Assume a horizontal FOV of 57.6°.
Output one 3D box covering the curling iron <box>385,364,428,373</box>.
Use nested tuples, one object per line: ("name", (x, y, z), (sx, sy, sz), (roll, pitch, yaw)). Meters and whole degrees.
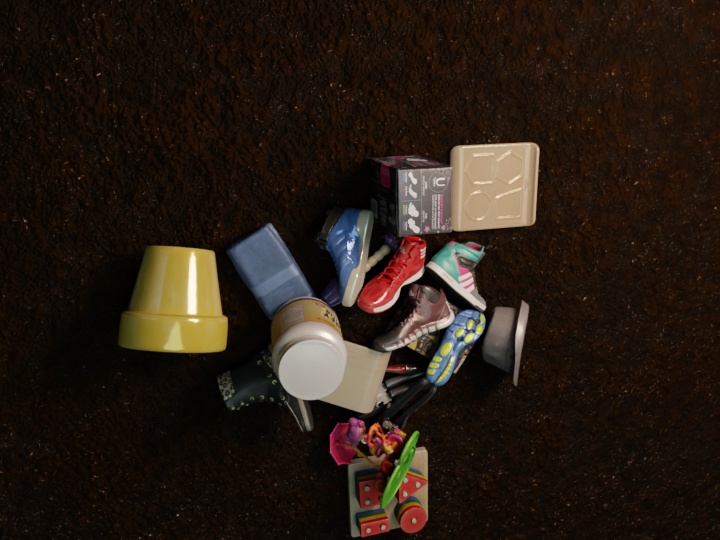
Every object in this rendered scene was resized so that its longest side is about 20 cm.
("curling iron", (0.095, 0.214, 1.482), (0.199, 0.026, 0.050), (9, 99, -7))

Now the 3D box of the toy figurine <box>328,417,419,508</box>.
("toy figurine", (0.015, 0.392, 1.449), (0.183, 0.150, 0.201), (27, 121, 19))

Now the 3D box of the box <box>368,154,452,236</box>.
("box", (0.097, -0.152, 1.304), (0.114, 0.200, 0.133), (-6, 107, -13))

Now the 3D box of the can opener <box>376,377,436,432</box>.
("can opener", (0.099, 0.300, 1.459), (0.063, 0.079, 0.200), (29, 130, -4))

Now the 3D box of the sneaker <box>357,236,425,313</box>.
("sneaker", (0.065, -0.006, 1.346), (0.200, 0.078, 0.116), (-43, 150, -39))

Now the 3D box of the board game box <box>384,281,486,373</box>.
("board game box", (0.172, 0.132, 1.494), (0.199, 0.035, 0.136), (31, 95, -21))

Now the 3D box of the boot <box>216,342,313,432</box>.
("boot", (-0.198, 0.269, 1.373), (0.153, 0.074, 0.204), (-26, 74, -4))

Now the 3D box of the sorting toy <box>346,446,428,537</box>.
("sorting toy", (0.074, 0.542, 1.561), (0.197, 0.070, 0.201), (-6, 106, -14))

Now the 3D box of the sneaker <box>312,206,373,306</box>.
("sneaker", (-0.045, -0.032, 1.341), (0.110, 0.077, 0.201), (10, 90, 12))

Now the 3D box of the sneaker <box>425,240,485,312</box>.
("sneaker", (0.239, 0.000, 1.455), (0.200, 0.084, 0.121), (40, 85, -36))

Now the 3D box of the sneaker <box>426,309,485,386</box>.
("sneaker", (0.205, 0.169, 1.461), (0.071, 0.083, 0.200), (35, 78, 5))

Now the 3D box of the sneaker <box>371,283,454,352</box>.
("sneaker", (0.101, 0.090, 1.412), (0.199, 0.076, 0.116), (-22, 105, -20))

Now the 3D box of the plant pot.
("plant pot", (-0.351, 0.052, 1.248), (0.199, 0.201, 0.190), (4, 88, -17))

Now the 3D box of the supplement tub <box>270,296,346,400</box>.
("supplement tub", (-0.102, 0.149, 1.279), (0.143, 0.200, 0.145), (-3, 110, -8))

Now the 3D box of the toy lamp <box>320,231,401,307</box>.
("toy lamp", (0.000, 0.000, 1.397), (0.200, 0.058, 0.058), (-43, 112, -3))

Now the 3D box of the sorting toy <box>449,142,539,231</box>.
("sorting toy", (0.291, -0.185, 1.443), (0.198, 0.036, 0.187), (-4, 106, -10))

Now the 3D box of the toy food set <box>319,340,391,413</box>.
("toy food set", (-0.046, 0.214, 1.434), (0.199, 0.060, 0.144), (17, 101, -2))

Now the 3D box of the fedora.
("fedora", (0.328, 0.159, 1.499), (0.090, 0.177, 0.201), (9, 133, 14))

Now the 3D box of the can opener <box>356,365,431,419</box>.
("can opener", (0.076, 0.276, 1.506), (0.199, 0.053, 0.067), (-22, 144, -8))

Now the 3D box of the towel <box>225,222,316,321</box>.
("towel", (-0.183, 0.008, 1.350), (0.111, 0.049, 0.201), (-31, 112, -2))
